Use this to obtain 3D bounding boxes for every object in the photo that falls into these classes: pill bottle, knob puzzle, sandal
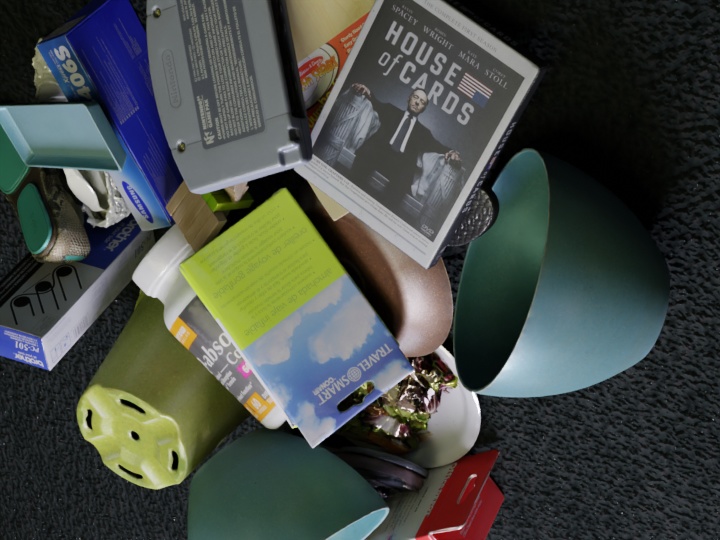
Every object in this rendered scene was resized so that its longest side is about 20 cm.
[{"bbox_3d":[-0.115,0.044,1.309,0.200,0.116,0.117,44,135,2],"label":"pill bottle"},{"bbox_3d":[-0.006,-0.170,1.169,0.217,0.030,0.223,9,111,24],"label":"knob puzzle"},{"bbox_3d":[0.061,-0.055,1.217,0.199,0.045,0.076,-19,98,60],"label":"sandal"}]

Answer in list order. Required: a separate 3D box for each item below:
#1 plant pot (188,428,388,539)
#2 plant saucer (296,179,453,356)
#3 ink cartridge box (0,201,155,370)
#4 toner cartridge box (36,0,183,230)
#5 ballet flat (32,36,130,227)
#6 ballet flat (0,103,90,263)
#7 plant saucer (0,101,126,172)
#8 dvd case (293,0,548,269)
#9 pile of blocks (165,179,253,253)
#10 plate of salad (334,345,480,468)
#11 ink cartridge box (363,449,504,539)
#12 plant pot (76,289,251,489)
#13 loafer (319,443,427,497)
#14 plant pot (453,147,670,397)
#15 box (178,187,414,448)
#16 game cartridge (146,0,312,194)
[{"bbox_3d":[-0.090,0.235,1.334,0.135,0.199,0.200,54,137,15],"label":"plant pot"},{"bbox_3d":[0.000,0.000,1.265,0.199,0.037,0.202,32,140,31],"label":"plant saucer"},{"bbox_3d":[-0.296,0.012,1.380,0.093,0.200,0.045,14,131,21],"label":"ink cartridge box"},{"bbox_3d":[-0.212,-0.147,1.278,0.043,0.095,0.202,-8,119,36],"label":"toner cartridge box"},{"bbox_3d":[-0.275,-0.130,1.352,0.071,0.072,0.202,-2,123,32],"label":"ballet flat"},{"bbox_3d":[-0.326,-0.084,1.398,0.068,0.075,0.201,-45,58,23],"label":"ballet flat"},{"bbox_3d":[-0.279,-0.127,1.274,0.199,0.019,0.070,7,130,51],"label":"plant saucer"},{"bbox_3d":[0.045,-0.124,1.125,0.150,0.025,0.201,36,120,14],"label":"dvd case"},{"bbox_3d":[-0.112,-0.115,1.237,0.082,0.062,0.202,31,117,34],"label":"pile of blocks"},{"bbox_3d":[0.026,0.129,1.386,0.198,0.048,0.202,17,131,20],"label":"plate of salad"},{"bbox_3d":[0.069,0.263,1.417,0.199,0.117,0.067,-24,113,42],"label":"ink cartridge box"},{"bbox_3d":[-0.187,0.114,1.408,0.198,0.185,0.202,16,131,20],"label":"plant pot"},{"bbox_3d":[-0.015,0.221,1.451,0.198,0.064,0.072,3,156,41],"label":"loafer"},{"bbox_3d":[0.173,0.015,1.125,0.133,0.202,0.201,14,136,-12],"label":"plant pot"},{"bbox_3d":[-0.057,0.043,1.229,0.201,0.121,0.048,54,173,4],"label":"box"},{"bbox_3d":[-0.117,-0.174,1.167,0.132,0.041,0.203,-13,85,33],"label":"game cartridge"}]
